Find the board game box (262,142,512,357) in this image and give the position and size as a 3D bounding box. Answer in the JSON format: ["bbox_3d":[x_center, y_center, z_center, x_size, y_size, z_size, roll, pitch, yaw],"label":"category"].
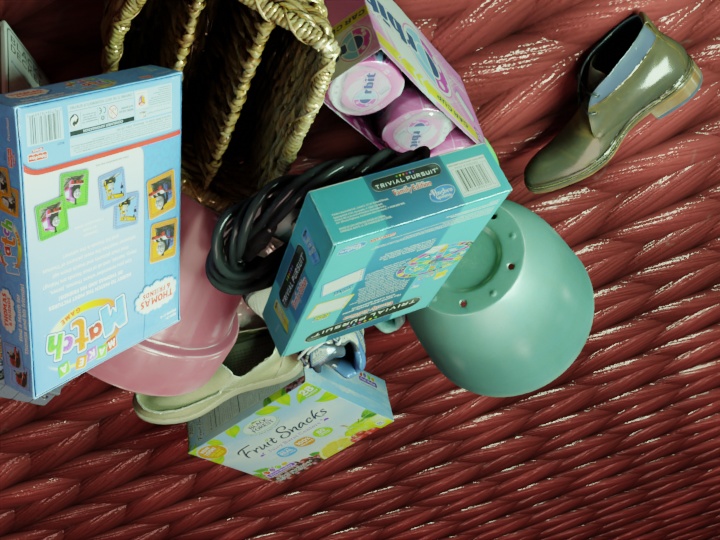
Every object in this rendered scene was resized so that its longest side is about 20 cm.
[{"bbox_3d":[0.012,-0.011,0.739,0.150,0.047,0.200,-18,159,-24],"label":"board game box"}]

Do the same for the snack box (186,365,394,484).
[{"bbox_3d":[-0.089,0.180,1.149,0.199,0.068,0.168,-34,138,24],"label":"snack box"}]

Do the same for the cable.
[{"bbox_3d":[-0.032,-0.047,0.742,0.199,0.051,0.163,-33,158,21],"label":"cable"}]

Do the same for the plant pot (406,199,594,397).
[{"bbox_3d":[0.132,0.014,0.977,0.200,0.202,0.161,-24,150,13],"label":"plant pot"}]

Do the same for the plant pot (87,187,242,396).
[{"bbox_3d":[-0.179,-0.017,0.852,0.199,0.200,0.179,17,119,-38],"label":"plant pot"}]

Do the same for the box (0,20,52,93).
[{"bbox_3d":[-0.266,-0.078,0.705,0.060,0.201,0.117,-20,144,4],"label":"box"}]

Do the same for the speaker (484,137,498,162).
[{"bbox_3d":[0.037,-0.059,0.889,0.200,0.088,0.089,-39,149,-15],"label":"speaker"}]

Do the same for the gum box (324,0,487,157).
[{"bbox_3d":[0.033,-0.155,0.789,0.066,0.114,0.200,-31,143,21],"label":"gum box"}]

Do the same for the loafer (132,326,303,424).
[{"bbox_3d":[-0.161,0.105,1.020,0.199,0.076,0.068,-21,145,-4],"label":"loafer"}]

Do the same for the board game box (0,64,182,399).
[{"bbox_3d":[-0.186,-0.031,0.650,0.151,0.036,0.201,-31,132,-54],"label":"board game box"}]

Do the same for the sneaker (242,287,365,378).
[{"bbox_3d":[-0.050,0.058,0.984,0.077,0.086,0.200,-32,143,20],"label":"sneaker"}]

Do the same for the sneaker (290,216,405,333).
[{"bbox_3d":[0.000,0.000,0.971,0.077,0.087,0.200,-27,144,17],"label":"sneaker"}]

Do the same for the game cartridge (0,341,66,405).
[{"bbox_3d":[-0.342,0.076,0.977,0.129,0.039,0.200,17,134,-44],"label":"game cartridge"}]

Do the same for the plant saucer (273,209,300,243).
[{"bbox_3d":[-0.034,-0.024,1.025,0.199,0.028,0.201,-11,145,-8],"label":"plant saucer"}]

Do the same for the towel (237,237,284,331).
[{"bbox_3d":[-0.123,0.051,1.044,0.199,0.032,0.191,-31,142,20],"label":"towel"}]

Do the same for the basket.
[{"bbox_3d":[-0.120,-0.152,0.703,0.142,0.150,0.200,4,142,-26],"label":"basket"}]

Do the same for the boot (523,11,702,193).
[{"bbox_3d":[0.223,-0.163,0.905,0.200,0.075,0.097,-38,128,18],"label":"boot"}]
